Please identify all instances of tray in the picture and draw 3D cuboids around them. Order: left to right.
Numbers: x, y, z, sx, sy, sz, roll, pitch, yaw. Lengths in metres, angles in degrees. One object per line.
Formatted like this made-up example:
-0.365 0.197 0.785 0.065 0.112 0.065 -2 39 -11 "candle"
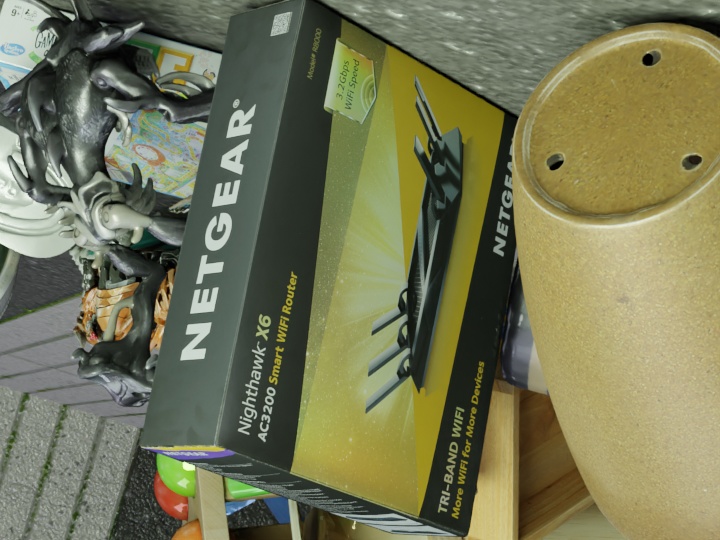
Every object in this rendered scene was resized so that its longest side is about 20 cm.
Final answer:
0.123 0.079 1.077 0.037 0.099 0.200 10 -161 34 "tray"

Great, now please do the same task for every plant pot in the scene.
0.141 -0.002 0.762 0.186 0.187 0.200 8 152 33 "plant pot"

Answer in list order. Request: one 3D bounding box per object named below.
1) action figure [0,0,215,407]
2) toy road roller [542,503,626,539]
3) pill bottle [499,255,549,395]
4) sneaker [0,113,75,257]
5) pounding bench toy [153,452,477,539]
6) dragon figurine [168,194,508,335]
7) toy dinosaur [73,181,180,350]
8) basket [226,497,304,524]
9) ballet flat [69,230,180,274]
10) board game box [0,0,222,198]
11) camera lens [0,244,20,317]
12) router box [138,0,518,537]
-0.102 -0.042 0.877 0.119 0.201 0.102 -20 172 41 "action figure"
0.126 0.104 1.216 0.122 0.200 0.146 0 138 -1 "toy road roller"
0.177 0.026 0.944 0.199 0.112 0.112 13 169 11 "pill bottle"
-0.236 -0.076 1.038 0.200 0.076 0.080 39 180 -12 "sneaker"
-0.030 0.121 1.038 0.155 0.125 0.200 -4 159 -11 "pounding bench toy"
0.000 0.000 1.024 0.199 0.100 0.059 0 176 -31 "dragon figurine"
-0.128 0.008 1.204 0.102 0.136 0.200 26 165 -40 "toy dinosaur"
-0.031 0.112 1.277 0.139 0.176 0.200 -26 105 26 "basket"
-0.131 0.003 1.348 0.072 0.072 0.200 24 170 -38 "ballet flat"
-0.113 -0.081 1.013 0.134 0.034 0.200 15 169 2 "board game box"
-0.307 -0.016 1.262 0.159 0.161 0.200 17 169 -9 "camera lens"
-0.004 0.003 0.843 0.052 0.201 0.157 -6 158 45 "router box"
